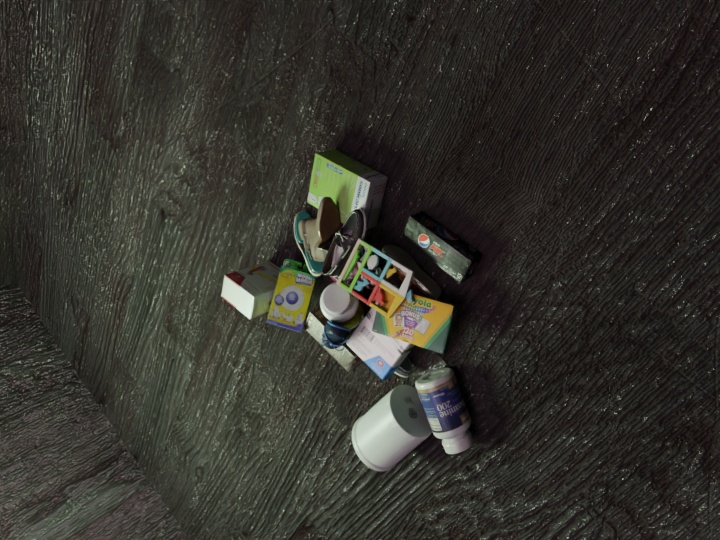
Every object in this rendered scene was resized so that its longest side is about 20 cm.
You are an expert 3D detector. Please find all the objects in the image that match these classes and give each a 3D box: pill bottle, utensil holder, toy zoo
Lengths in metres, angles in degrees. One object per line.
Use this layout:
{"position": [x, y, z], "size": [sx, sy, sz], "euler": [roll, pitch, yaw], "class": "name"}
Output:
{"position": [-0.051, 0.097, 1.581], "size": [0.106, 0.200, 0.113], "euler": [-2, 76, 7], "class": "pill bottle"}
{"position": [0.094, 0.445, 1.613], "size": [0.171, 0.168, 0.201], "euler": [51, 129, 13], "class": "utensil holder"}
{"position": [0.048, 0.026, 1.427], "size": [0.198, 0.020, 0.133], "euler": [32, 100, 19], "class": "toy zoo"}
{"position": [0.227, 0.372, 1.508], "size": [0.110, 0.110, 0.205], "euler": [-19, 93, 42], "class": "pill bottle"}

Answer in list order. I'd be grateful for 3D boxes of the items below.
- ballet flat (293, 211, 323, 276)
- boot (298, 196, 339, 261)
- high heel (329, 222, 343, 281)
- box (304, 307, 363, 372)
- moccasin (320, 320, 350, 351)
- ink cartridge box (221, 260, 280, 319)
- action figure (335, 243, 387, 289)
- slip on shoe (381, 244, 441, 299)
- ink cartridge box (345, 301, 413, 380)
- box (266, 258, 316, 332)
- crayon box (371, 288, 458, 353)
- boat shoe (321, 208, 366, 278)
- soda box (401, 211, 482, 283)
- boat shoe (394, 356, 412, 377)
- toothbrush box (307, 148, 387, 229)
{"position": [-0.156, -0.074, 1.703], "size": [0.069, 0.068, 0.205], "euler": [-32, 71, 42], "class": "ballet flat"}
{"position": [-0.121, -0.117, 1.569], "size": [0.145, 0.069, 0.205], "euler": [26, 126, 48], "class": "boot"}
{"position": [-0.053, -0.055, 1.622], "size": [0.097, 0.066, 0.202], "euler": [51, 146, 27], "class": "high heel"}
{"position": [-0.064, 0.195, 1.702], "size": [0.199, 0.099, 0.076], "euler": [41, 129, 23], "class": "box"}
{"position": [-0.068, 0.183, 1.544], "size": [0.079, 0.200, 0.070], "euler": [22, 79, 3], "class": "moccasin"}
{"position": [-0.315, 0.056, 1.799], "size": [0.143, 0.198, 0.085], "euler": [30, 120, 27], "class": "ink cartridge box"}
{"position": [0.000, 0.000, 1.531], "size": [0.150, 0.133, 0.200], "euler": [-51, 39, 4], "class": "action figure"}
{"position": [0.125, 0.012, 1.496], "size": [0.200, 0.074, 0.062], "euler": [45, 131, 12], "class": "slip on shoe"}
{"position": [0.079, 0.165, 1.530], "size": [0.146, 0.084, 0.202], "euler": [42, 102, 19], "class": "ink cartridge box"}
{"position": [-0.204, 0.074, 1.727], "size": [0.114, 0.048, 0.205], "euler": [14, 82, -3], "class": "box"}
{"position": [0.137, 0.120, 1.431], "size": [0.195, 0.058, 0.122], "euler": [15, 93, 23], "class": "crayon box"}
{"position": [-0.045, -0.070, 1.487], "size": [0.074, 0.059, 0.203], "euler": [52, 127, 40], "class": "boat shoe"}
{"position": [0.199, -0.061, 1.409], "size": [0.199, 0.063, 0.072], "euler": [39, 126, 23], "class": "soda box"}
{"position": [0.085, 0.206, 1.598], "size": [0.202, 0.072, 0.062], "euler": [55, 135, 17], "class": "boat shoe"}
{"position": [-0.039, -0.218, 1.540], "size": [0.198, 0.085, 0.149], "euler": [32, 125, 29], "class": "toothbrush box"}
